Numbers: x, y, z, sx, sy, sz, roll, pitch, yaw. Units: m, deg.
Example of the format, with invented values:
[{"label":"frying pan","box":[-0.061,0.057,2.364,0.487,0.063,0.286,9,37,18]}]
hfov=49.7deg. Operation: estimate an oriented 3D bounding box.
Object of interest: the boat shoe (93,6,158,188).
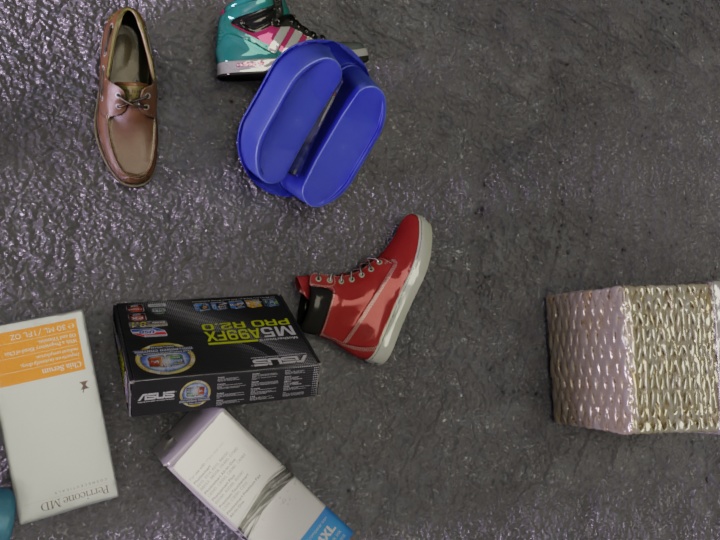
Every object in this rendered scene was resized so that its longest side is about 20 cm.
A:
[{"label":"boat shoe","box":[-0.268,-0.198,0.889,0.071,0.068,0.202,-7,87,-24]}]

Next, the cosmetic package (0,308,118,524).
[{"label":"cosmetic package","box":[-0.326,0.149,0.821,0.101,0.071,0.202,-12,89,-23]}]

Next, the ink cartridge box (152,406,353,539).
[{"label":"ink cartridge box","box":[-0.122,0.241,0.854,0.200,0.146,0.084,47,71,-11]}]

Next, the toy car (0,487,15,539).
[{"label":"toy car","box":[-0.442,0.185,0.749,0.183,0.177,0.201,14,49,-33]}]

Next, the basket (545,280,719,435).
[{"label":"basket","box":[0.367,0.120,1.047,0.160,0.198,0.202,-1,84,-18]}]

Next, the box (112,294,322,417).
[{"label":"box","box":[-0.161,0.086,0.851,0.198,0.160,0.045,-3,117,-22]}]

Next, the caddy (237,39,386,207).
[{"label":"caddy","box":[-0.061,-0.176,0.935,0.141,0.105,0.201,27,102,-28]}]

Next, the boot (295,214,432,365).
[{"label":"boot","box":[0.000,0.000,0.977,0.144,0.072,0.201,26,78,-16]}]

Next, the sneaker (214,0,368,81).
[{"label":"sneaker","box":[-0.089,-0.306,0.972,0.199,0.084,0.122,-10,97,-22]}]
